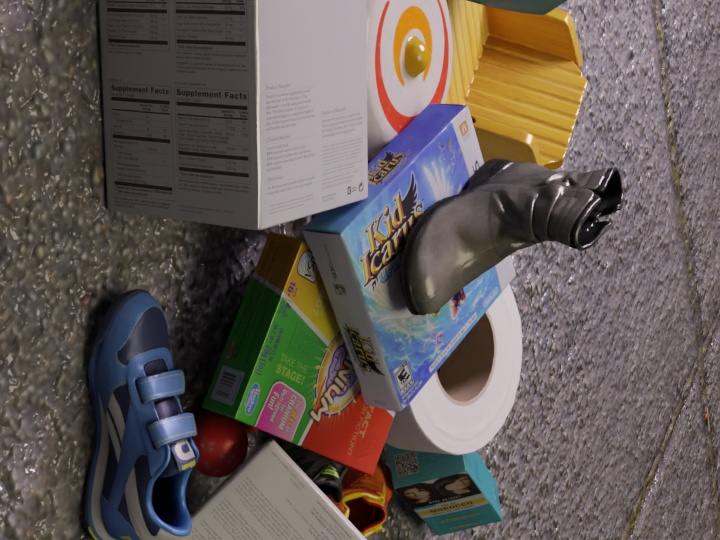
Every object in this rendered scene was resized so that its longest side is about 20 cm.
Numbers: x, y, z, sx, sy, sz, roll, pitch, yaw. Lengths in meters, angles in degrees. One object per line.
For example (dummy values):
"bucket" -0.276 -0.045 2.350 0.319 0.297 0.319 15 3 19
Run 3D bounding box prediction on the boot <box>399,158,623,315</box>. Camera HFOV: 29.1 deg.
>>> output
"boot" 0.128 -0.033 1.140 0.200 0.130 0.068 -47 128 -37

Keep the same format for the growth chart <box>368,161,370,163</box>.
"growth chart" 0.000 0.000 1.339 0.144 0.018 0.202 16 95 -68

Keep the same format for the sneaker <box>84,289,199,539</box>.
"sneaker" -0.160 0.116 1.067 0.074 0.081 0.203 -10 102 -58

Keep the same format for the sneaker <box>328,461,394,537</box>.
"sneaker" -0.001 0.238 1.377 0.200 0.076 0.074 -18 111 -67

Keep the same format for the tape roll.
"tape roll" 0.076 0.077 1.362 0.201 0.070 0.205 0 90 -49

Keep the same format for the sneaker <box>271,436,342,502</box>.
"sneaker" -0.046 0.175 1.280 0.071 0.082 0.202 42 61 -57

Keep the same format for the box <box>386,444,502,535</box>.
"box" 0.095 0.232 1.505 0.200 0.081 0.050 55 23 -60

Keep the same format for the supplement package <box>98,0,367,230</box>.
"supplement package" -0.094 -0.149 1.057 0.151 0.149 0.203 -20 113 -56

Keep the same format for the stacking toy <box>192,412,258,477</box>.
"stacking toy" -0.087 0.090 1.201 0.201 0.085 0.086 -63 145 -25

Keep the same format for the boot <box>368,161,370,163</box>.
"boot" 0.021 -0.172 1.359 0.075 0.073 0.202 37 69 -74

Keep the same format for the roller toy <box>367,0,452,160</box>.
"roller toy" -0.003 -0.193 1.222 0.182 0.138 0.203 -22 114 -57

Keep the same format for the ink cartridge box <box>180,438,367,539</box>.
"ink cartridge box" -0.090 0.263 1.127 0.200 0.161 0.050 -44 179 -7

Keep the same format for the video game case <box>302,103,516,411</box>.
"video game case" 0.049 -0.014 1.186 0.200 0.045 0.183 -47 129 -37

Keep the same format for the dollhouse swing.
"dollhouse swing" 0.155 -0.235 1.456 0.177 0.180 0.201 98 11 -54

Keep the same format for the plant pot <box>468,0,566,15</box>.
"plant pot" 0.131 -0.342 1.331 0.198 0.141 0.143 24 70 -18

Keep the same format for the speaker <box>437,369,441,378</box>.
"speaker" 0.099 0.107 1.528 0.199 0.080 0.082 -16 110 -59

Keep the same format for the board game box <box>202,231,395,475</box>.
"board game box" -0.032 0.075 1.178 0.199 0.040 0.155 30 77 -50
